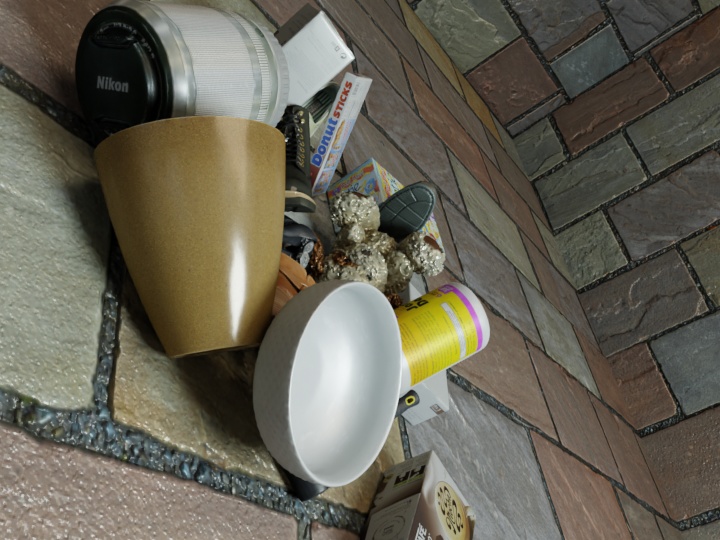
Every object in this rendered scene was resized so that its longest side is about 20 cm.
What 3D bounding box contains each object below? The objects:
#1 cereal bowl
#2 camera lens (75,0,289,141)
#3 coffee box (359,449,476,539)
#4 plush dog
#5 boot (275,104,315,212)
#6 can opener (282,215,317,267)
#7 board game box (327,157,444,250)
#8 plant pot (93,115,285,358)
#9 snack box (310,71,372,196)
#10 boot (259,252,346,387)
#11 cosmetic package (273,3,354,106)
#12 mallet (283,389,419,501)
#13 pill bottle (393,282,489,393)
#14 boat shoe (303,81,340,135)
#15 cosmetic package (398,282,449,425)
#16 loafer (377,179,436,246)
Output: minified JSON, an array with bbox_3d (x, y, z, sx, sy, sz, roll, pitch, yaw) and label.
[{"bbox_3d":[-0.039,0.107,0.683,0.199,0.083,0.202,-6,98,-57],"label":"cereal bowl"},{"bbox_3d":[-0.193,-0.208,0.754,0.200,0.159,0.161,-26,85,-54],"label":"camera lens"},{"bbox_3d":[0.065,0.320,0.794,0.114,0.079,0.200,57,23,-8],"label":"coffee box"},{"bbox_3d":[0.000,0.000,1.013,0.199,0.161,0.172,35,36,12],"label":"plush dog"},{"bbox_3d":[-0.090,-0.141,0.828,0.200,0.077,0.140,-140,-126,-79],"label":"boot"},{"bbox_3d":[-0.118,-0.040,0.875,0.078,0.064,0.200,28,8,21],"label":"can opener"},{"bbox_3d":[0.046,-0.087,1.205,0.200,0.104,0.104,34,35,-45],"label":"board game box"},{"bbox_3d":[-0.151,-0.021,0.666,0.186,0.185,0.202,6,73,-62],"label":"plant pot"},{"bbox_3d":[-0.040,-0.212,1.080,0.024,0.201,0.072,28,20,11],"label":"snack box"},{"bbox_3d":[-0.062,0.081,0.824,0.155,0.073,0.201,-89,155,-62],"label":"boot"},{"bbox_3d":[-0.114,-0.267,0.948,0.081,0.200,0.113,48,6,-28],"label":"cosmetic package"},{"bbox_3d":[-0.010,0.175,0.772,0.199,0.041,0.066,-32,89,-40],"label":"mallet"},{"bbox_3d":[0.068,0.099,0.921,0.199,0.104,0.105,-24,82,-22],"label":"pill bottle"},{"bbox_3d":[-0.099,-0.224,1.031,0.072,0.062,0.201,43,56,-13],"label":"boat shoe"},{"bbox_3d":[0.078,0.125,1.063,0.102,0.074,0.201,47,29,-28],"label":"cosmetic package"},{"bbox_3d":[0.056,-0.076,1.096,0.072,0.200,0.063,38,37,-3],"label":"loafer"}]
